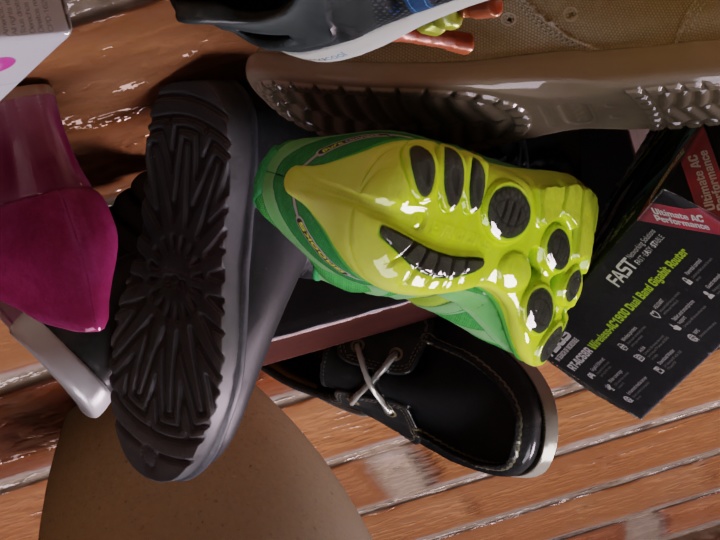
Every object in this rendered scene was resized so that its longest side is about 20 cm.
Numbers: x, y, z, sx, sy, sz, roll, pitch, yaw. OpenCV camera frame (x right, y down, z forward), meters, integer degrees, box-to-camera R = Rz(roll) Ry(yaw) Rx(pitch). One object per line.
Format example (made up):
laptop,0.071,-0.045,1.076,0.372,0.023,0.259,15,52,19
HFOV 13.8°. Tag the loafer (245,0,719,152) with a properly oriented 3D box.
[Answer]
loafer,0.058,-0.087,1.094,0.200,0.068,0.076,-1,162,7

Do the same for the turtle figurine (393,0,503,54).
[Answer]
turtle figurine,0.105,-0.126,0.980,0.200,0.065,0.161,-15,180,-20

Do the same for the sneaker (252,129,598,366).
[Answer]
sneaker,0.029,-0.018,1.113,0.083,0.074,0.200,20,176,30

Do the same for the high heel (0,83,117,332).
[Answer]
high heel,-0.136,0.005,1.161,0.067,0.096,0.200,-10,166,-26

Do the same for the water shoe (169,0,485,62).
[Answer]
water shoe,0.016,-0.115,0.909,0.079,0.072,0.200,0,158,-41

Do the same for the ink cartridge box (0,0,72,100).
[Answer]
ink cartridge box,-0.223,-0.047,0.966,0.200,0.043,0.196,-9,166,-34

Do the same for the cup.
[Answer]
cup,-0.098,0.136,1.655,0.200,0.144,0.200,-16,166,-4

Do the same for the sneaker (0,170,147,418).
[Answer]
sneaker,-0.102,0.005,1.266,0.099,0.071,0.200,-44,-170,-6

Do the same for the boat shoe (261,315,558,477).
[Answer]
boat shoe,0.014,0.050,1.393,0.068,0.072,0.200,-10,-153,-38

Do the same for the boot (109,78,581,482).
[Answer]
boot,0.000,-0.001,1.205,0.200,0.165,0.066,-5,-158,-45

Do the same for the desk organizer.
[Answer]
desk organizer,0.026,-0.016,1.338,0.200,0.072,0.077,-15,170,-4

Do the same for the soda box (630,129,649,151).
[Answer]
soda box,0.138,-0.031,1.416,0.200,0.068,0.064,-16,167,-4

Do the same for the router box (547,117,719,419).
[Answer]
router box,0.151,-0.041,1.204,0.150,0.062,0.200,-58,180,-23
